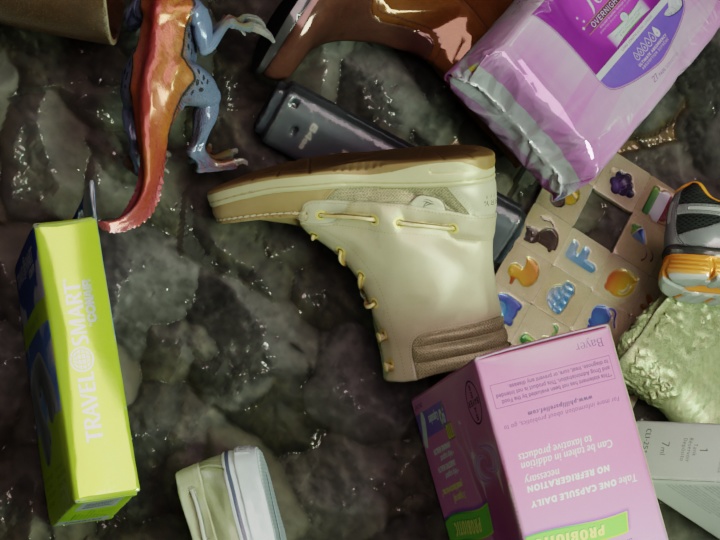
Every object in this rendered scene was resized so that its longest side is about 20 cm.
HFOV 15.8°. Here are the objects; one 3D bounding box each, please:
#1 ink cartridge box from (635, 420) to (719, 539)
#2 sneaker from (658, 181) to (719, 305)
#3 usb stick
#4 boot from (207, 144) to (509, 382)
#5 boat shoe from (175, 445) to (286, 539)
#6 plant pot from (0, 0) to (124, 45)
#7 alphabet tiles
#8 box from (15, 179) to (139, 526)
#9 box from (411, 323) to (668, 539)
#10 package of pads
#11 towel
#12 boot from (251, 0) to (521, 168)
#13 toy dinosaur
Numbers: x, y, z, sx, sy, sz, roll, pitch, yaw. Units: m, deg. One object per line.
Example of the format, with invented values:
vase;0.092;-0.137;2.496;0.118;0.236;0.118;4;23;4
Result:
ink cartridge box;0.296;0.154;1.710;0.200;0.175;0.045;34;64;-50
sneaker;0.300;-0.016;1.805;0.198;0.078;0.078;6;69;-22
usb stick;0.021;-0.067;1.794;0.199;0.056;0.033;28;43;-7
boot;0.000;0.000;1.757;0.198;0.073;0.157;-5;102;9
boat shoe;-0.073;0.217;1.702;0.062;0.072;0.202;-14;77;7
plant pot;-0.257;-0.245;1.706;0.198;0.187;0.189;1;76;0
alphabet tiles;0.176;0.023;1.841;0.167;0.008;0.201;32;71;-7
box;-0.185;0.055;1.670;0.047;0.122;0.202;-7;79;-15
box;0.121;0.155;1.701;0.096;0.176;0.202;-14;83;-15
package of pads;0.160;-0.157;1.807;0.121;0.076;0.200;48;59;-10
towel;0.278;0.044;1.844;0.148;0.036;0.200;45;68;-8
boot;0.042;-0.147;1.827;0.200;0.068;0.189;45;62;-9
toy dinosaur;-0.114;-0.150;1.717;0.104;0.183;0.200;2;31;5
